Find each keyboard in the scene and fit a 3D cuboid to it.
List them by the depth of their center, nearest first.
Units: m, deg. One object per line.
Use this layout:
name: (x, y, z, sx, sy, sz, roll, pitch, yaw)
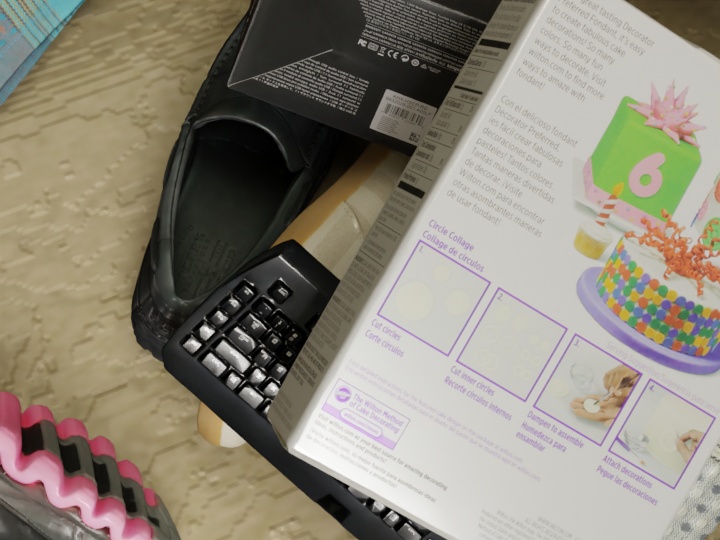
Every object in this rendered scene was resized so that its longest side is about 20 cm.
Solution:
keyboard: (0.021, 0.069, 0.816, 0.200, 0.040, 0.104, 41, 105, -15)

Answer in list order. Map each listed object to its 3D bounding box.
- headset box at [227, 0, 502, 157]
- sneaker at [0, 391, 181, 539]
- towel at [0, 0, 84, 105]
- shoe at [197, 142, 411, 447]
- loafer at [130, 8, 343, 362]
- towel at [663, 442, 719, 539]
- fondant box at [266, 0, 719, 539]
headset box: (0.033, -0.135, 0.903, 0.147, 0.075, 0.201, 20, 36, -7)
sneaker: (-0.168, 0.093, 0.823, 0.199, 0.079, 0.096, 28, 98, -8)
towel: (-0.198, -0.152, 0.864, 0.022, 0.201, 0.147, 11, 56, 43)
shoe: (0.000, 0.000, 0.881, 0.053, 0.070, 0.201, 27, 62, 19)
loafer: (-0.046, -0.052, 0.895, 0.067, 0.071, 0.202, 20, 64, -1)
towel: (0.105, 0.017, 0.838, 0.192, 0.035, 0.201, 35, 106, -12)
fondant box: (0.077, 0.008, 0.762, 0.143, 0.058, 0.201, 30, 93, -13)
